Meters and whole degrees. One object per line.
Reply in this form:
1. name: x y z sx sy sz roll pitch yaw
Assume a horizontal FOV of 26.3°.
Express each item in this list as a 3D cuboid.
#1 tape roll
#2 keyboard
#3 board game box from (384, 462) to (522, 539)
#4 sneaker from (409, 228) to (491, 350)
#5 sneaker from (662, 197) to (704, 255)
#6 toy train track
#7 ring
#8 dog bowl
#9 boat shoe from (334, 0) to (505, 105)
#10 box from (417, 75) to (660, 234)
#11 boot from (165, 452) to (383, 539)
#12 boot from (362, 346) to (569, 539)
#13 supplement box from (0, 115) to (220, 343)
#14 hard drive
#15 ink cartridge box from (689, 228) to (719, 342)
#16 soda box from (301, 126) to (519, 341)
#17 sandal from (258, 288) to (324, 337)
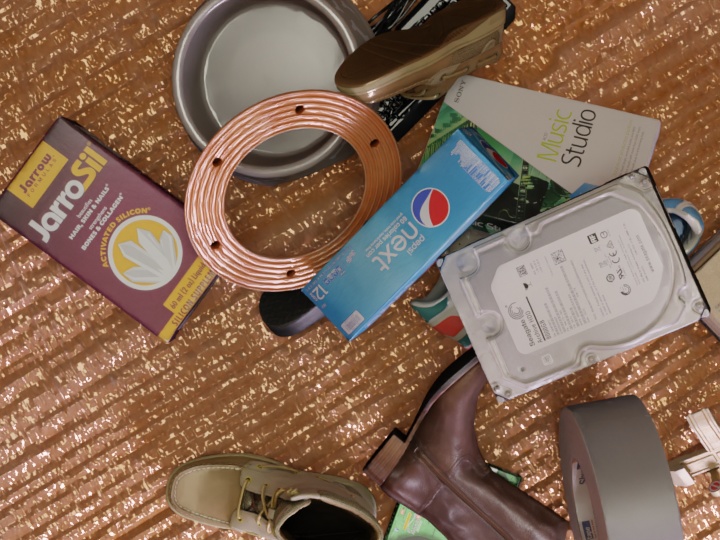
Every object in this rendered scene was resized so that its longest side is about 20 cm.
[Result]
1. tape roll: 0.231 0.214 1.374 0.066 0.200 0.201 -11 92 -2
2. keyboard: 0.047 -0.206 1.438 0.104 0.040 0.200 43 88 -3
3. board game box: 0.070 0.270 1.456 0.104 0.023 0.201 21 90 -2
4. sneaker: 0.118 -0.027 1.428 0.093 0.070 0.200 28 92 -9
5. sneaker: 0.233 0.001 1.434 0.200 0.072 0.072 -39 94 0
6. toy train track: 0.375 0.161 1.419 0.199 0.033 0.115 -26 121 24
7. ring: -0.059 -0.070 1.345 0.199 0.019 0.201 -11 126 -16
8. dog bowl: -0.081 -0.174 1.404 0.199 0.059 0.201 1 98 7
9. boat shoe: 0.061 -0.183 1.376 0.200 0.071 0.065 -30 127 -33
10. box: 0.157 -0.094 1.394 0.199 0.036 0.145 14 63 13
11. boot: -0.079 0.214 1.381 0.199 0.155 0.072 9 91 -3
12. boot: 0.131 0.184 1.410 0.200 0.064 0.187 41 106 0
13. supplement box: -0.221 -0.038 1.404 0.200 0.086 0.111 36 89 -3
14. hard drive: 0.182 0.013 1.324 0.199 0.038 0.140 -23 89 16
15. ink cartridge box: 0.414 0.002 1.441 0.200 0.075 0.165 -43 91 0
16. soda box: 0.044 -0.033 1.337 0.200 0.068 0.064 -45 85 15
17. sandal: -0.001 0.000 1.430 0.200 0.048 0.076 -28 50 12
